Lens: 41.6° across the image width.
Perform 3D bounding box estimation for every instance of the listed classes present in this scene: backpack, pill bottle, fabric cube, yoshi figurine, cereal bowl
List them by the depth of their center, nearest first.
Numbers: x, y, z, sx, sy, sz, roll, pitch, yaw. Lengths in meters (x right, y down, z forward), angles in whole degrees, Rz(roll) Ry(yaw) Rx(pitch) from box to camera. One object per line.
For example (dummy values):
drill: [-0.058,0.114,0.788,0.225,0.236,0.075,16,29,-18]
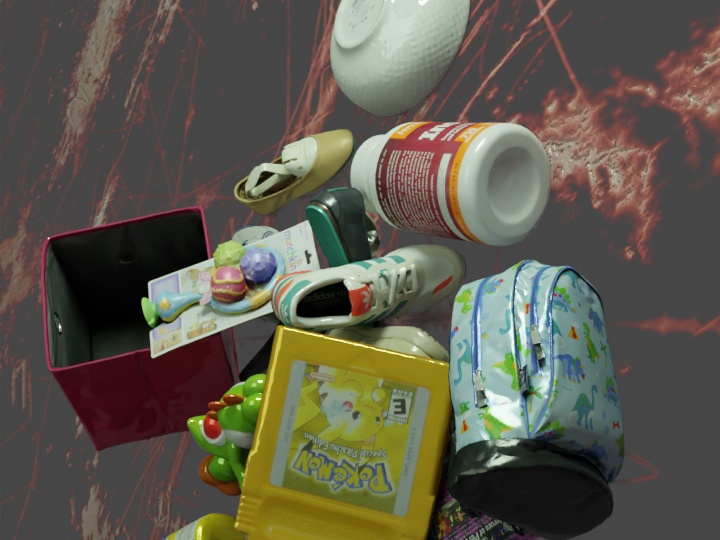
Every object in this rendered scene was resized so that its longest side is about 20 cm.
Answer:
backpack: [0.139,0.091,0.768,0.153,0.163,0.201,-37,41,25]
pill bottle: [0.080,-0.090,0.935,0.199,0.113,0.114,12,85,52]
yoshi figurine: [-0.100,0.168,0.975,0.113,0.112,0.200,56,149,14]
cereal bowl: [0.029,-0.288,1.109,0.199,0.083,0.202,-23,59,45]
fabric cube: [-0.261,0.073,1.159,0.200,0.198,0.197,86,170,-54]

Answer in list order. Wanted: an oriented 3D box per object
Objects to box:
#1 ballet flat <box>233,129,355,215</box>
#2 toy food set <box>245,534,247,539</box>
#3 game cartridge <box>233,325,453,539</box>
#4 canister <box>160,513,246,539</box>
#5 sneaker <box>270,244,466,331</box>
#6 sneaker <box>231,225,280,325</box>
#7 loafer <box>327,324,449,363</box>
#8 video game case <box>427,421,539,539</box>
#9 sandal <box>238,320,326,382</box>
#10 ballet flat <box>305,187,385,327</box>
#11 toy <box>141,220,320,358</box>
ballet flat: [-0.090,-0.125,1.205,0.200,0.063,0.069,-31,53,40]
toy food set: [-0.071,0.210,1.008,0.201,0.060,0.143,-67,19,6]
game cartridge: [-0.012,0.165,0.854,0.175,0.032,0.202,11,87,10]
canister: [-0.216,0.388,1.129,0.200,0.086,0.149,-34,51,37]
sneaker: [0.014,0.024,0.915,0.093,0.198,0.071,-132,33,-77]
sneaker: [-0.133,-0.007,1.190,0.076,0.088,0.200,-61,37,16]
loafer: [0.008,0.097,0.947,0.068,0.076,0.200,-53,17,-25]
video game case: [0.067,0.206,0.889,0.200,0.036,0.182,-45,43,31]
sandal: [-0.072,0.081,1.100,0.043,0.076,0.200,51,131,15]
ballet flat: [0.000,0.000,1.001,0.073,0.073,0.201,30,142,52]
toy: [-0.145,0.008,1.016,0.199,0.047,0.116,-23,45,8]
